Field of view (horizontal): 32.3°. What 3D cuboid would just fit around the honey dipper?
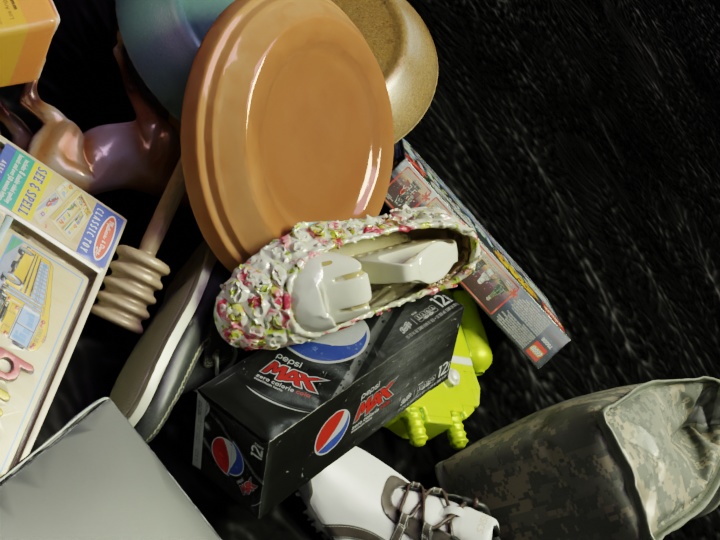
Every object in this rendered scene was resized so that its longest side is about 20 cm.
[{"bbox_3d":[-0.116,-0.059,0.793,0.038,0.038,0.202,27,81,-31],"label":"honey dipper"}]

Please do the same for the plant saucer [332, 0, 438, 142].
[{"bbox_3d":[-0.034,-0.176,0.982,0.197,0.036,0.202,2,60,-4],"label":"plant saucer"}]

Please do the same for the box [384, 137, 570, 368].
[{"bbox_3d":[0.089,-0.020,1.041,0.200,0.040,0.137,47,10,-11],"label":"box"}]

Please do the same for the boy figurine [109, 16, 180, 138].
[{"bbox_3d":[-0.111,-0.102,0.897,0.123,0.065,0.201,-23,74,-24],"label":"boy figurine"}]

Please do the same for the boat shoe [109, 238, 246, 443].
[{"bbox_3d":[-0.101,0.043,0.794,0.068,0.072,0.201,42,34,-13],"label":"boat shoe"}]

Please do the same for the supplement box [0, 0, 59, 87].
[{"bbox_3d":[-0.276,-0.132,0.697,0.199,0.067,0.069,-20,75,-35],"label":"supplement box"}]

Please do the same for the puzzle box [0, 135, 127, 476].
[{"bbox_3d":[-0.220,0.014,0.702,0.133,0.025,0.202,35,47,-25],"label":"puzzle box"}]

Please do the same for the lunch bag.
[{"bbox_3d":[0.182,0.149,0.941,0.199,0.163,0.119,-16,82,-51],"label":"lunch bag"}]

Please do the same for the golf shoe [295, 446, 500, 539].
[{"bbox_3d":[0.043,0.168,0.837,0.200,0.094,0.078,41,38,-14],"label":"golf shoe"}]

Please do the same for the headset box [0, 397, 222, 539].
[{"bbox_3d":[-0.128,0.177,0.544,0.175,0.200,0.093,51,37,-2],"label":"headset box"}]

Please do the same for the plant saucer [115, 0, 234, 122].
[{"bbox_3d":[-0.075,-0.166,0.878,0.198,0.036,0.202,21,50,-27],"label":"plant saucer"}]

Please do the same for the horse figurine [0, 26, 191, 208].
[{"bbox_3d":[-0.174,-0.092,0.814,0.198,0.050,0.134,-8,78,-34],"label":"horse figurine"}]

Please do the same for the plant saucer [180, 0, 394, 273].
[{"bbox_3d":[-0.036,-0.085,0.818,0.199,0.037,0.203,-7,98,-52],"label":"plant saucer"}]

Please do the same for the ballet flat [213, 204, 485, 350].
[{"bbox_3d":[0.000,0.000,0.787,0.199,0.064,0.077,-23,111,-36],"label":"ballet flat"}]

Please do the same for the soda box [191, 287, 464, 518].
[{"bbox_3d":[-0.017,0.073,0.815,0.063,0.071,0.199,31,41,27],"label":"soda box"}]

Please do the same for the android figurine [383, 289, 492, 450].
[{"bbox_3d":[0.033,0.047,0.971,0.181,0.041,0.202,14,50,-42],"label":"android figurine"}]
